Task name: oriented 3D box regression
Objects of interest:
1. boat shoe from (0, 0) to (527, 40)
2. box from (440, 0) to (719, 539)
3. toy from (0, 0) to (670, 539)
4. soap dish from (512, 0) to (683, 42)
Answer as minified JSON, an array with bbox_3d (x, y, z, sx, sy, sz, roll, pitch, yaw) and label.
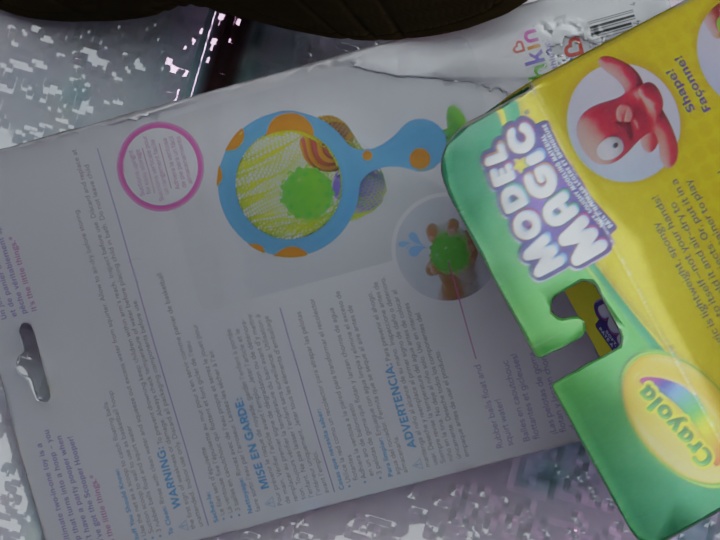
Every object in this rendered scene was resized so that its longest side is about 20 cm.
[{"bbox_3d":[-0.034,-0.106,0.792,0.199,0.073,0.065,7,61,33],"label":"boat shoe"},{"bbox_3d":[0.120,-0.023,0.753,0.200,0.048,0.118,-28,89,-21],"label":"box"},{"bbox_3d":[0.000,0.000,0.809,0.199,0.047,0.116,-15,95,11],"label":"toy"},{"bbox_3d":[0.127,-0.096,0.849,0.199,0.081,0.158,21,73,-2],"label":"soap dish"}]
